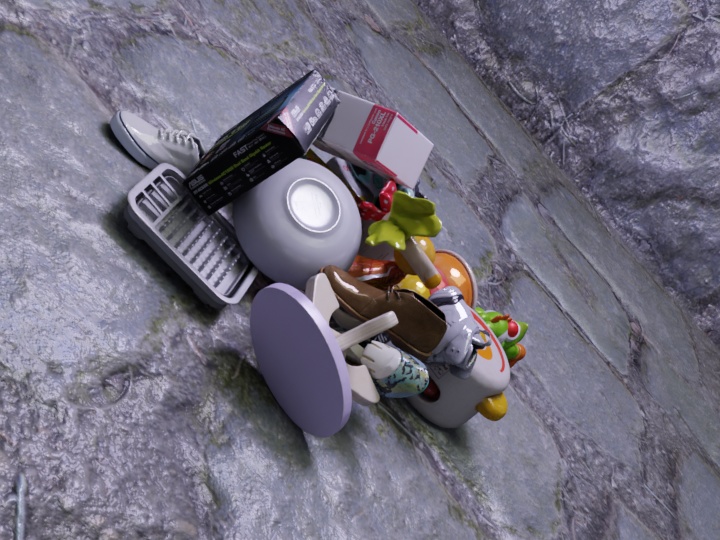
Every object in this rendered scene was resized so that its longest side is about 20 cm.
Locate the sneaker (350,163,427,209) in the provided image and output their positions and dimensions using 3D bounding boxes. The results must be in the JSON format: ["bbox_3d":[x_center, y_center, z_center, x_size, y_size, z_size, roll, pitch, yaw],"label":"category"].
[{"bbox_3d":[0.073,-0.125,1.784,0.139,0.078,0.202,20,37,-49],"label":"sneaker"}]

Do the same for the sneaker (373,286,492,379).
[{"bbox_3d":[0.096,0.122,1.564,0.115,0.199,0.075,48,-6,30],"label":"sneaker"}]

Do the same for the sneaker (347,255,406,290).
[{"bbox_3d":[0.000,0.000,1.610,0.198,0.073,0.078,-4,54,-48],"label":"sneaker"}]

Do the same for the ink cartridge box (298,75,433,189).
[{"bbox_3d":[-0.006,-0.217,1.678,0.198,0.086,0.144,26,-1,30],"label":"ink cartridge box"}]

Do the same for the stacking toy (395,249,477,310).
[{"bbox_3d":[0.088,0.041,1.784,0.198,0.146,0.147,-4,55,-47],"label":"stacking toy"}]

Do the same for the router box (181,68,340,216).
[{"bbox_3d":[-0.135,-0.174,1.456,0.062,0.198,0.151,51,35,-17],"label":"router box"}]

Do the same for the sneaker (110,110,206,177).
[{"bbox_3d":[-0.264,-0.173,1.533,0.199,0.071,0.074,36,26,-28],"label":"sneaker"}]

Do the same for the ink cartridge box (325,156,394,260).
[{"bbox_3d":[0.010,-0.088,1.820,0.202,0.083,0.145,56,23,12],"label":"ink cartridge box"}]

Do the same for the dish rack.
[{"bbox_3d":[-0.229,-0.041,1.434,0.200,0.043,0.172,45,23,-9],"label":"dish rack"}]

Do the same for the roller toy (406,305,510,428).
[{"bbox_3d":[0.144,0.142,1.696,0.181,0.139,0.202,33,29,-31],"label":"roller toy"}]

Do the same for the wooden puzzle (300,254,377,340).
[{"bbox_3d":[-0.034,0.024,1.643,0.183,0.037,0.202,2,52,-44],"label":"wooden puzzle"}]

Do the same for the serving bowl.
[{"bbox_3d":[-0.079,-0.078,1.514,0.197,0.066,0.204,13,60,-23],"label":"serving bowl"}]

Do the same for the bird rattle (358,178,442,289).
[{"bbox_3d":[0.061,-0.042,1.594,0.164,0.112,0.200,56,-6,-9],"label":"bird rattle"}]

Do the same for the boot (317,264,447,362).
[{"bbox_3d":[0.033,0.041,1.473,0.198,0.076,0.074,34,26,-12],"label":"boot"}]

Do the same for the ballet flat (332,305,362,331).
[{"bbox_3d":[0.005,0.066,1.559,0.198,0.069,0.070,6,47,-52],"label":"ballet flat"}]

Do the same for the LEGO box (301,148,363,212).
[{"bbox_3d":[-0.109,-0.128,1.666,0.200,0.078,0.148,45,32,17],"label":"LEGO box"}]

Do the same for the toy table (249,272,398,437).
[{"bbox_3d":[-0.049,0.101,1.390,0.116,0.181,0.204,-24,101,-51],"label":"toy table"}]

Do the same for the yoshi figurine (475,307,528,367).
[{"bbox_3d":[0.231,0.124,1.961,0.111,0.114,0.199,23,-3,29],"label":"yoshi figurine"}]

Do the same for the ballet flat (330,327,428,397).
[{"bbox_3d":[0.007,0.122,1.468,0.198,0.076,0.074,11,-8,45],"label":"ballet flat"}]
